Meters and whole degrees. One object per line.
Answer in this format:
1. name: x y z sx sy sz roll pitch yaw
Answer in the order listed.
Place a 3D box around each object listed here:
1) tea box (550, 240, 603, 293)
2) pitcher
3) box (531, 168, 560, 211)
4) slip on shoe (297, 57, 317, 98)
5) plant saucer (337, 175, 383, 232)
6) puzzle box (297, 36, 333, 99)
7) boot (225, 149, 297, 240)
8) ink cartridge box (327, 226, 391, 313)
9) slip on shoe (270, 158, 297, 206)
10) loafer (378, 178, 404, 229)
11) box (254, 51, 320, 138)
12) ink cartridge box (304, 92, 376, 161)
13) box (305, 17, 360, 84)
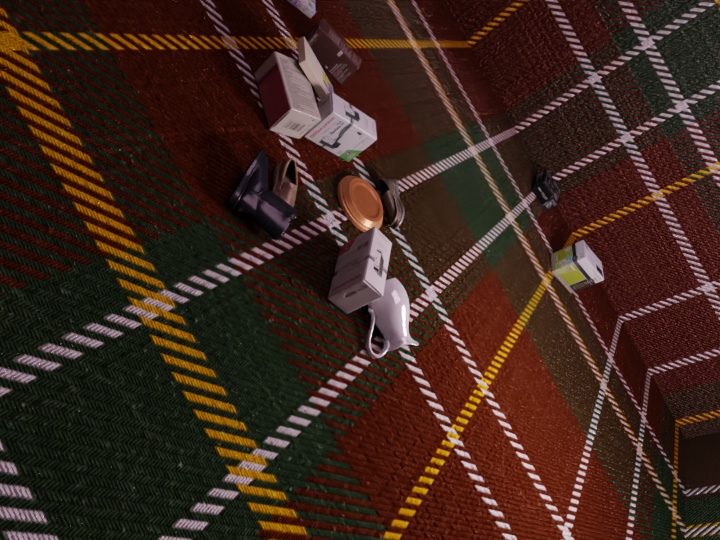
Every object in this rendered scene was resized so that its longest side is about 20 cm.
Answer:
1. tea box: 1.131 -0.017 2.829 0.199 0.195 0.135 41 42 -26
2. pitcher: 0.070 0.135 1.536 0.169 0.120 0.205 -15 89 -37
3. box: 1.090 -0.473 3.167 0.164 0.085 0.201 50 38 -14
4. slip on shoe: -0.173 -0.620 1.767 0.060 0.074 0.204 1 66 -22
5. plant saucer: 0.008 -0.220 1.743 0.198 0.037 0.204 29 47 -37
6. puzzle box: -0.135 -0.605 1.682 0.201 0.025 0.135 53 23 -47
7. boot: -0.234 -0.190 1.385 0.167 0.076 0.203 34 50 -20
8. ink cartridge box: 0.000 0.000 1.499 0.083 0.145 0.203 39 42 -28
9. slip on shoe: -0.201 -0.216 1.468 0.075 0.060 0.204 28 48 -36
10. loafer: 0.096 -0.230 1.837 0.068 0.075 0.204 12 53 -31
11. box: -0.217 -0.516 1.603 0.126 0.108 0.204 4 64 -49
12. ink cartridge box: -0.066 -0.451 1.713 0.198 0.145 0.085 21 53 -40
13. box: -0.101 -0.776 1.919 0.199 0.099 0.076 39 42 -27
